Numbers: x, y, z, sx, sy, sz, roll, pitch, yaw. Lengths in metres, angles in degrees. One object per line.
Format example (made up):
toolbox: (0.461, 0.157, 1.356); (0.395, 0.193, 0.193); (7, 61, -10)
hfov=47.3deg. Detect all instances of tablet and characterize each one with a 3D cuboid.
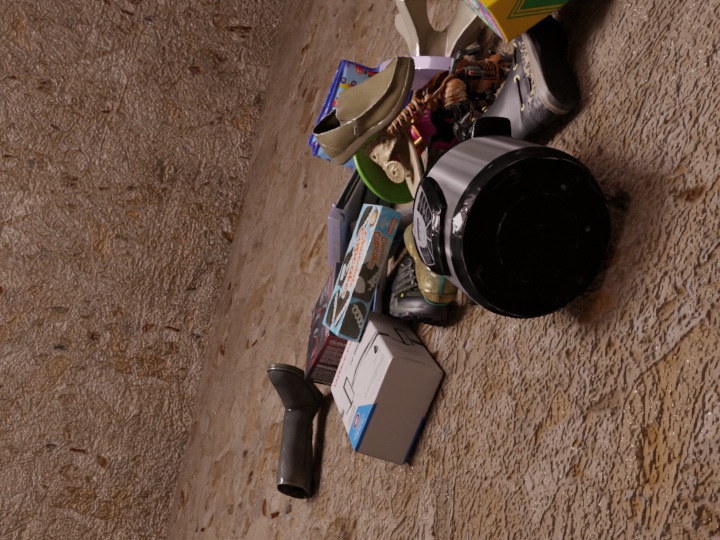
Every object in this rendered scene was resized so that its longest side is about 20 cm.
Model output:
tablet: (0.033, 0.016, 1.328); (0.201, 0.013, 0.131); (98, 179, -52)

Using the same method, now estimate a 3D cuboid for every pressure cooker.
pressure cooker: (0.149, -0.052, 0.878); (0.176, 0.178, 0.200); (-48, 20, 3)

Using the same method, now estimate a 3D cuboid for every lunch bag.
lunch bag: (0.005, -0.300, 1.578); (0.094, 0.149, 0.202); (-113, 42, -64)

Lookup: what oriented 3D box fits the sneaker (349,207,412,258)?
sneaker: (0.049, -0.057, 1.392); (0.200, 0.073, 0.083); (-9, 94, 67)

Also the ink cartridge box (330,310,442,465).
ink cartridge box: (0.031, 0.161, 1.189); (0.200, 0.084, 0.147); (-128, 57, -69)

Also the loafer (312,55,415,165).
loafer: (0.001, -0.224, 1.137); (0.200, 0.067, 0.077); (-45, 29, 36)

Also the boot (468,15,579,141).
boot: (0.199, -0.232, 1.045); (0.151, 0.072, 0.202); (-51, 34, 44)

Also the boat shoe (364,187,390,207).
boat shoe: (0.050, -0.196, 1.482); (0.062, 0.071, 0.201); (-94, 25, -61)

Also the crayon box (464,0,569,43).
crayon box: (0.213, -0.377, 1.013); (0.172, 0.058, 0.201); (-32, 29, 10)

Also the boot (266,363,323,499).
boot: (-0.128, 0.289, 1.480); (0.072, 0.182, 0.202); (-6, 54, 31)

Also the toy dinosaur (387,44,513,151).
toy dinosaur: (0.126, -0.231, 1.122); (0.103, 0.198, 0.137); (-103, 0, -53)

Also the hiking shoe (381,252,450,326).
hiking shoe: (0.081, 0.018, 1.179); (0.200, 0.075, 0.102); (-154, 78, -73)

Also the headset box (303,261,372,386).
headset box: (-0.036, 0.093, 1.442); (0.200, 0.074, 0.150); (119, 160, -54)

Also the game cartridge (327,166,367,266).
game cartridge: (-0.015, -0.115, 1.511); (0.130, 0.038, 0.201); (98, -166, -49)

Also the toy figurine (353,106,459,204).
toy figurine: (0.109, -0.225, 1.294); (0.184, 0.150, 0.201); (-30, 20, 47)

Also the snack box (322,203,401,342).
snack box: (0.000, 0.000, 1.247); (0.116, 0.037, 0.202); (-159, 88, -75)

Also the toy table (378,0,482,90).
toy table: (0.118, -0.346, 1.260); (0.198, 0.183, 0.119); (9, 89, 36)

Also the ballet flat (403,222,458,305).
ballet flat: (0.101, -0.032, 1.135); (0.201, 0.070, 0.071); (-97, 29, -57)

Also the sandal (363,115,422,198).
sandal: (0.036, -0.184, 1.188); (0.078, 0.069, 0.214); (99, 161, -63)
